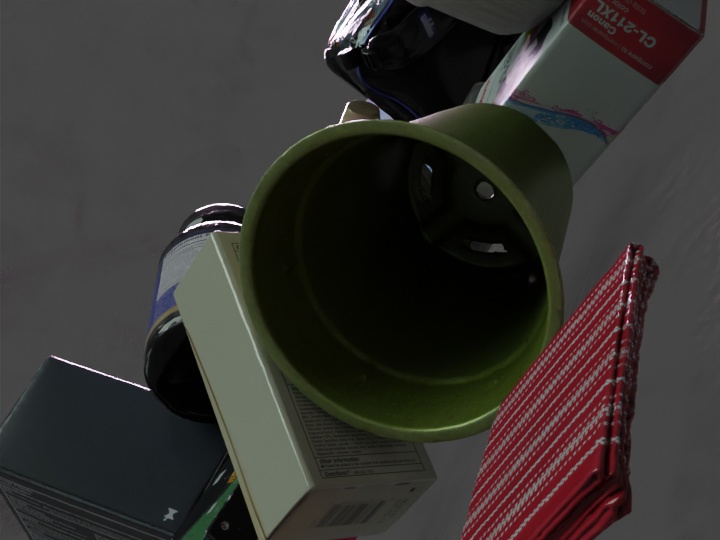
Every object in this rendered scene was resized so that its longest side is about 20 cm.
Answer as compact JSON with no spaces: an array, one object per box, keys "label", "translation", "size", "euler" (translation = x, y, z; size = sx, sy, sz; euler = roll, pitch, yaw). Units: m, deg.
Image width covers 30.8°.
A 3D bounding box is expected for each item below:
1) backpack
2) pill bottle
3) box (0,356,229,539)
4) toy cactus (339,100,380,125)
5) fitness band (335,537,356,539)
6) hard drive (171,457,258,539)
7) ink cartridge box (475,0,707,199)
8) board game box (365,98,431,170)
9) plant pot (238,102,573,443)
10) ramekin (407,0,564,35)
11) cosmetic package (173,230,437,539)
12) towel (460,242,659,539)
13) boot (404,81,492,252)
[{"label":"backpack","translation":[0.078,-0.220,1.194],"size":[0.191,0.200,0.154],"euler":[-56,34,0]},{"label":"pill bottle","translation":[-0.120,0.028,1.109],"size":[0.112,0.112,0.200],"euler":[-55,20,25]},{"label":"box","translation":[-0.193,0.198,1.142],"size":[0.199,0.200,0.123],"euler":[80,-148,-52]},{"label":"toy cactus","translation":[-0.016,-0.082,1.220],"size":[0.200,0.102,0.165],"euler":[-25,-43,-44]},{"label":"fitness band","translation":[-0.043,0.215,0.986],"size":[0.144,0.037,0.200],"euler":[-50,11,37]},{"label":"hard drive","translation":[-0.082,0.159,0.950],"size":[0.200,0.038,0.140],"euler":[-54,6,-35]},{"label":"ink cartridge box","translation":[0.161,-0.150,0.964],"size":[0.200,0.083,0.146],"euler":[-52,9,36]},{"label":"board game box","translation":[0.049,-0.107,1.351],"size":[0.200,0.041,0.200],"euler":[-52,43,38]},{"label":"plant pot","translation":[0.055,-0.023,0.829],"size":[0.200,0.200,0.190],"euler":[-54,-6,32]},{"label":"ramekin","translation":[0.116,-0.264,0.950],"size":[0.202,0.094,0.202],"euler":[-55,16,25]},{"label":"cosmetic package","translation":[-0.041,0.074,0.867],"size":[0.073,0.103,0.200],"euler":[-53,48,37]},{"label":"towel","translation":[0.092,0.085,0.628],"size":[0.145,0.022,0.200],"euler":[-56,4,33]},{"label":"boot","translation":[0.077,-0.084,1.046],"size":[0.200,0.072,0.182],"euler":[-60,-38,-34]}]
